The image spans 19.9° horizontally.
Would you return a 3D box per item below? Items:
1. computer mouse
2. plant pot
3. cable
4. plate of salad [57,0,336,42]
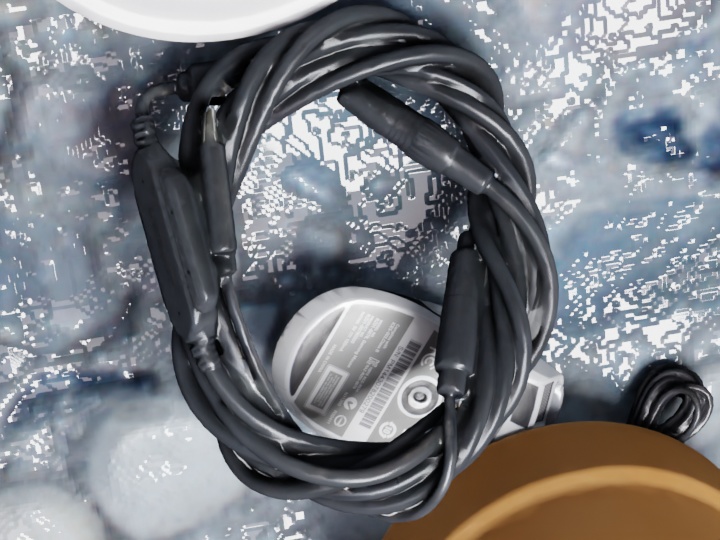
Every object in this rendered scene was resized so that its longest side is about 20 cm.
[{"bbox_3d":[0.050,0.056,0.894,0.199,0.044,0.110,27,105,-23],"label":"computer mouse"},{"bbox_3d":[0.105,0.181,0.855,0.199,0.140,0.202,-4,110,-12],"label":"plant pot"},{"bbox_3d":[0.000,0.000,0.820,0.162,0.051,0.201,-17,91,-17],"label":"cable"},{"bbox_3d":[-0.056,-0.183,0.764,0.199,0.048,0.201,-8,120,-15],"label":"plate of salad"}]
